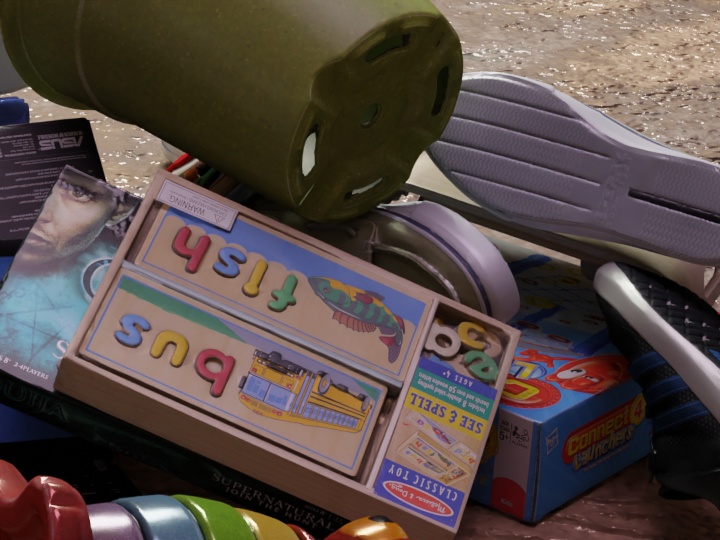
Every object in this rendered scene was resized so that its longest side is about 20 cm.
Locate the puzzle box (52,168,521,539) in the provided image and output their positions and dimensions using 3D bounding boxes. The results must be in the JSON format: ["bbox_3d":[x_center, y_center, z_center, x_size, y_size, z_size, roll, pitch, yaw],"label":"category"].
[{"bbox_3d":[-0.031,0.042,1.079,0.199,0.025,0.133,24,49,-2],"label":"puzzle box"}]

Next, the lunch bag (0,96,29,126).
[{"bbox_3d":[-0.266,-0.023,1.260,0.199,0.133,0.136,-7,5,-30],"label":"lunch bag"}]

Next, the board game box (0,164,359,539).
[{"bbox_3d":[-0.078,0.038,1.101,0.199,0.028,0.136,23,48,-2],"label":"board game box"}]

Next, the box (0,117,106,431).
[{"bbox_3d":[-0.213,0.012,1.154,0.199,0.161,0.044,-10,-16,-30],"label":"box"}]

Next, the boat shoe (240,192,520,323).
[{"bbox_3d":[0.000,0.000,1.198,0.062,0.072,0.199,-33,31,-30],"label":"boat shoe"}]

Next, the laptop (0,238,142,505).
[{"bbox_3d":[-0.181,0.069,1.059,0.176,0.104,0.200,-3,22,-27],"label":"laptop"}]

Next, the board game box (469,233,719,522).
[{"bbox_3d":[0.070,0.049,1.236,0.199,0.056,0.195,19,26,34],"label":"board game box"}]

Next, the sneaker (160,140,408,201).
[{"bbox_3d":[-0.055,-0.088,1.542,0.199,0.073,0.072,18,24,29],"label":"sneaker"}]

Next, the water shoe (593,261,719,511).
[{"bbox_3d":[0.159,0.071,1.115,0.071,0.079,0.200,17,24,-37],"label":"water shoe"}]

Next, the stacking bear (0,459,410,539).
[{"bbox_3d":[-0.052,0.140,0.913,0.199,0.115,0.121,5,-1,-27],"label":"stacking bear"}]

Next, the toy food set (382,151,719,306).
[{"bbox_3d":[0.108,-0.021,1.282,0.199,0.061,0.143,20,25,16],"label":"toy food set"}]

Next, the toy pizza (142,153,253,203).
[{"bbox_3d":[-0.097,-0.048,1.315,0.200,0.032,0.200,-39,9,7],"label":"toy pizza"}]

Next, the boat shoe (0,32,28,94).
[{"bbox_3d":[-0.258,-0.122,1.253,0.199,0.071,0.070,-16,12,-30],"label":"boat shoe"}]

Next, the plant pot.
[{"bbox_3d":[-0.053,-0.123,1.178,0.199,0.201,0.190,-17,46,-42],"label":"plant pot"}]

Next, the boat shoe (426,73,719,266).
[{"bbox_3d":[0.123,-0.045,1.187,0.199,0.072,0.062,25,1,25],"label":"boat shoe"}]
